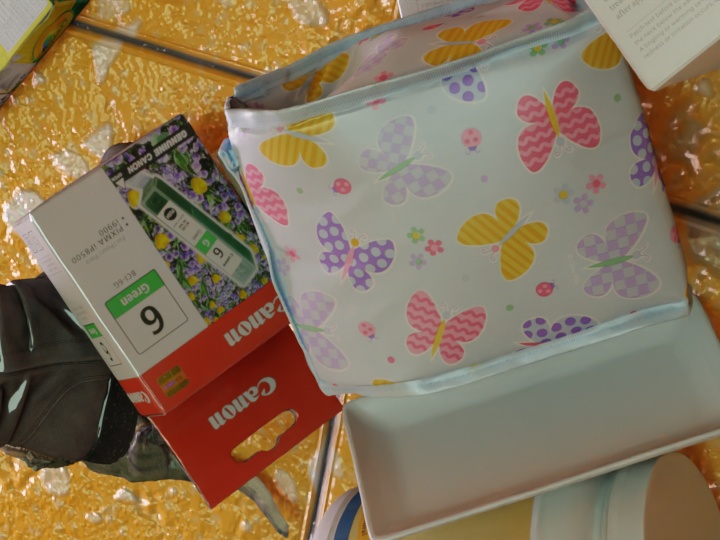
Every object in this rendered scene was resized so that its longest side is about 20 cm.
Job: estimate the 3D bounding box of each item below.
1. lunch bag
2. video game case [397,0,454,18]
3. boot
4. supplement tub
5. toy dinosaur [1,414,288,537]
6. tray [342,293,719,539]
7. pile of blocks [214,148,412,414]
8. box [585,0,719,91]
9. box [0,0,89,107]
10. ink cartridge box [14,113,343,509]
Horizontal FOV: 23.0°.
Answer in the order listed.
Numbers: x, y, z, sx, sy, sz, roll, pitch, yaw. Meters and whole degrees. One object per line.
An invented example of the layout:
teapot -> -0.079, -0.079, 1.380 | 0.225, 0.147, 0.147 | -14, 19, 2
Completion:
lunch bag -> 0.045, -0.041, 0.886 | 0.199, 0.127, 0.170 | -19, 110, 5
video game case -> 0.099, -0.201, 0.907 | 0.199, 0.024, 0.183 | -8, 100, 30
boot -> -0.185, 0.013, 1.025 | 0.070, 0.131, 0.201 | -1, 80, 55
supplement tub -> 0.086, 0.173, 0.951 | 0.199, 0.145, 0.145 | -14, 98, 29
toy dinosaur -> -0.131, 0.101, 1.103 | 0.199, 0.047, 0.088 | 11, 113, 22
tray -> 0.094, 0.079, 0.910 | 0.199, 0.108, 0.022 | -18, 127, 3
pile of blocks -> 0.000, 0.000, 0.985 | 0.062, 0.082, 0.200 | -34, 93, -9
box -> 0.131, -0.194, 0.799 | 0.097, 0.124, 0.200 | -38, 80, 31
box -> -0.267, -0.142, 1.100 | 0.200, 0.048, 0.117 | -42, 84, 28
ink cartridge box -> -0.094, 0.025, 1.006 | 0.200, 0.109, 0.050 | 57, 158, -7
